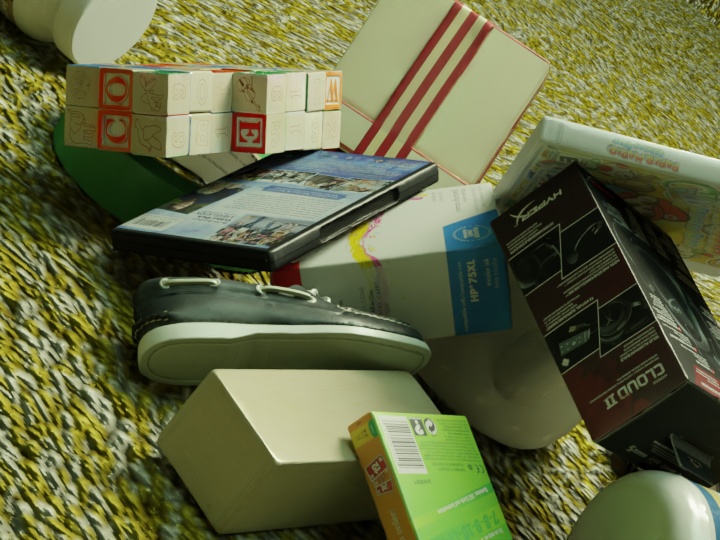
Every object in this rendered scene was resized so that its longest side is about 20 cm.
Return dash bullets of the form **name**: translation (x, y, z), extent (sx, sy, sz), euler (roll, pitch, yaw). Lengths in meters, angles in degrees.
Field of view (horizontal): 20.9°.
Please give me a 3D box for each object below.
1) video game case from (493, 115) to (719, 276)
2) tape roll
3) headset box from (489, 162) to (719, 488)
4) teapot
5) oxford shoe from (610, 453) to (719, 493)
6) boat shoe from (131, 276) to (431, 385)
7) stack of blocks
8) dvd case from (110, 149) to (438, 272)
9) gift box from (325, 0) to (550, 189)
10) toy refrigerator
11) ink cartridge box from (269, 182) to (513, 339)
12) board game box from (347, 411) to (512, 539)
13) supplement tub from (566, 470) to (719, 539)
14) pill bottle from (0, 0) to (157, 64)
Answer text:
- **video game case**: translation (0.191, -0.047, 1.346), extent (0.181, 0.023, 0.200), euler (14, -15, -3)
- **tape roll**: translation (-0.138, -0.078, 1.503), extent (0.200, 0.048, 0.201), euler (29, 20, -12)
- **headset box**: translation (0.183, 0.048, 1.269), extent (0.149, 0.077, 0.200), euler (29, 32, -51)
- **teapot**: translation (0.126, 0.026, 1.481), extent (0.200, 0.146, 0.197), euler (54, 22, 25)
- **oxford shoe**: translation (0.232, 0.169, 1.486), extent (0.084, 0.073, 0.200), euler (12, 22, -9)
- **boat shoe**: translation (-0.050, 0.036, 1.266), extent (0.199, 0.076, 0.060), euler (7, 52, -25)
- **stack of blocks**: translation (-0.109, -0.118, 1.411), extent (0.115, 0.059, 0.200), euler (7, 9, 27)
- **dvd case**: translation (-0.057, -0.046, 1.363), extent (0.142, 0.018, 0.200), euler (8, 24, 35)
- **gift box**: translation (0.061, -0.138, 1.758), extent (0.184, 0.187, 0.200), euler (34, 0, 9)
- **toy refrigerator**: translation (-0.027, 0.111, 1.207), extent (0.200, 0.070, 0.076), euler (3, 43, -54)
- **ink cartridge box**: translation (0.000, 0.000, 1.353), extent (0.199, 0.067, 0.116), euler (-7, 24, 1)
- **board game box**: translation (0.062, 0.179, 1.157), extent (0.095, 0.030, 0.200), euler (8, 52, -50)
- **supplement tub**: translation (0.236, 0.223, 1.233), extent (0.200, 0.145, 0.145), euler (24, 22, -23)
- **pill bottle**: translation (-0.269, -0.264, 1.637), extent (0.200, 0.116, 0.116), euler (42, 21, 23)
